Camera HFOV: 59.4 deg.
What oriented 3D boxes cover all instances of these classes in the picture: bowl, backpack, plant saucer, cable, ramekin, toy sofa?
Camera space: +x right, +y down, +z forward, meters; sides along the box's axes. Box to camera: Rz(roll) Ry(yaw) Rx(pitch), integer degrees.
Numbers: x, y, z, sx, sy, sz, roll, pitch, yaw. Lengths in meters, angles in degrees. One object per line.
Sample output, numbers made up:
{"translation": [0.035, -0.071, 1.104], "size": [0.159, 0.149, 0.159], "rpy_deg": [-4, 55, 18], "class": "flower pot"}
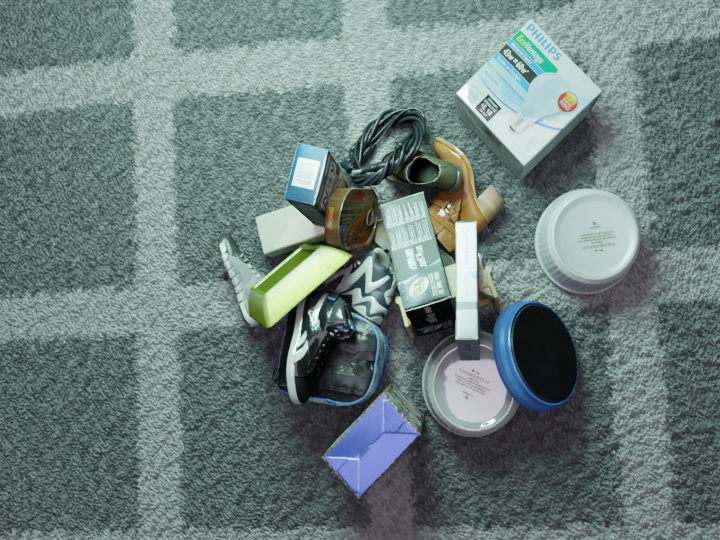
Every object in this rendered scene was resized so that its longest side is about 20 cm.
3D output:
{"translation": [0.327, 0.154, 1.162], "size": [0.196, 0.039, 0.206], "rpy_deg": [14, 65, -31], "class": "bowl"}
{"translation": [-0.045, 0.166, 1.223], "size": [0.195, 0.147, 0.188], "rpy_deg": [9, 81, 20], "class": "backpack"}
{"translation": [-0.130, 0.014, 1.183], "size": [0.199, 0.199, 0.048], "rpy_deg": [-41, 105, -14], "class": "plant saucer"}
{"translation": [0.052, -0.251, 1.253], "size": [0.199, 0.163, 0.051], "rpy_deg": [-40, 125, -1], "class": "cable"}
{"translation": [0.213, 0.218, 1.203], "size": [0.196, 0.094, 0.209], "rpy_deg": [-1, 86, 9], "class": "ramekin"}
{"translation": [0.168, 0.050, 1.235], "size": [0.195, 0.083, 0.100], "rpy_deg": [-20, 66, 6], "class": "toy sofa"}
{"translation": [0.435, -0.060, 1.199], "size": [0.196, 0.094, 0.209], "rpy_deg": [-1, 85, 8], "class": "ramekin"}

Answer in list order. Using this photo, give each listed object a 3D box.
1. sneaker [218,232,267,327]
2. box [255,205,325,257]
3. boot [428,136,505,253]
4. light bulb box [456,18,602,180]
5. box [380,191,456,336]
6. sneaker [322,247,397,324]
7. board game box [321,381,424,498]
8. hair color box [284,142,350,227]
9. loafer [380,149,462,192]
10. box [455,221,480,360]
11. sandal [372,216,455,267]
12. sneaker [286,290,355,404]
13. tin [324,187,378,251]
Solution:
{"translation": [-0.213, 0.005, 1.309], "size": [0.113, 0.075, 0.205], "rpy_deg": [-20, 93, 1], "class": "sneaker"}
{"translation": [-0.109, -0.095, 1.297], "size": [0.195, 0.068, 0.084], "rpy_deg": [-16, 82, 7], "class": "box"}
{"translation": [0.172, -0.151, 1.260], "size": [0.154, 0.074, 0.201], "rpy_deg": [-42, 75, 10], "class": "boot"}
{"translation": [0.319, -0.325, 1.222], "size": [0.200, 0.125, 0.199], "rpy_deg": [-43, 81, 4], "class": "light bulb box"}
{"translation": [0.108, -0.006, 1.137], "size": [0.084, 0.164, 0.205], "rpy_deg": [-15, 67, 7], "class": "box"}
{"translation": [0.000, 0.000, 1.248], "size": [0.198, 0.079, 0.131], "rpy_deg": [36, 92, 41], "class": "sneaker"}
{"translation": [0.030, 0.307, 1.177], "size": [0.097, 0.200, 0.160], "rpy_deg": [45, 93, 8], "class": "board game box"}
{"translation": [-0.074, -0.148, 1.160], "size": [0.059, 0.200, 0.103], "rpy_deg": [13, 84, 12], "class": "hair color box"}
{"translation": [0.108, -0.204, 1.237], "size": [0.197, 0.069, 0.077], "rpy_deg": [17, 94, 42], "class": "loafer"}
{"translation": [0.188, 0.040, 1.104], "size": [0.040, 0.156, 0.206], "rpy_deg": [-2, 69, 11], "class": "box"}
{"translation": [0.100, -0.043, 1.267], "size": [0.198, 0.055, 0.082], "rpy_deg": [38, 91, 10], "class": "sandal"}
{"translation": [-0.065, 0.135, 1.119], "size": [0.109, 0.073, 0.206], "rpy_deg": [0, 74, 17], "class": "sneaker"}
{"translation": [-0.015, -0.100, 1.194], "size": [0.041, 0.199, 0.115], "rpy_deg": [13, 100, 20], "class": "tin"}
